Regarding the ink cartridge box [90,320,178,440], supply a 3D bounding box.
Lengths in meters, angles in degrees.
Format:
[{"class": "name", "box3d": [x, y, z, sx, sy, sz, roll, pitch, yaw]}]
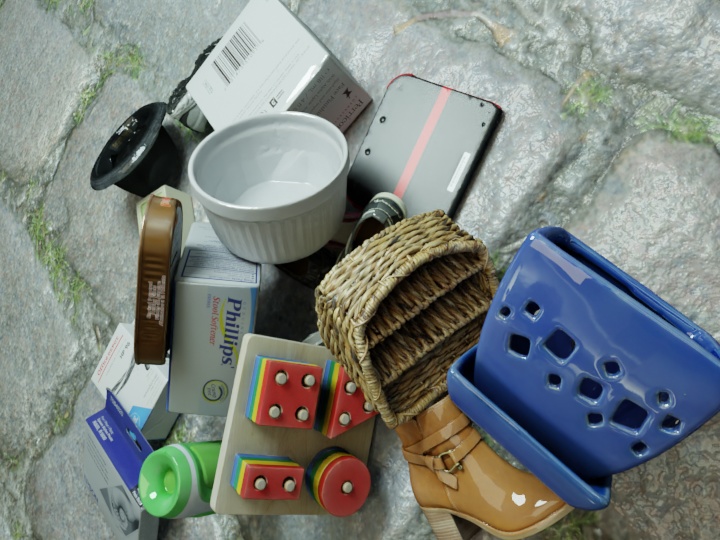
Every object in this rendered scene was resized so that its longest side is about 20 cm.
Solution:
[{"class": "ink cartridge box", "box3d": [-0.374, 0.171, 0.985, 0.199, 0.067, 0.117, 36, 99, 32]}]

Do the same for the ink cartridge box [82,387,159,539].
[{"class": "ink cartridge box", "box3d": [-0.377, 0.324, 0.927, 0.199, 0.040, 0.204, 37, 124, 32]}]

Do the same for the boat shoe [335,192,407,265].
[{"class": "boat shoe", "box3d": [0.000, 0.000, 0.757, 0.070, 0.068, 0.203, 22, 122, 2]}]

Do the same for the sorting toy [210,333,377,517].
[{"class": "sorting toy", "box3d": [-0.058, 0.195, 0.706, 0.069, 0.195, 0.205, 2, 80, 59]}]

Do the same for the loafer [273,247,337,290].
[{"class": "loafer", "box3d": [-0.111, -0.038, 0.867, 0.198, 0.072, 0.074, 30, 96, 33]}]

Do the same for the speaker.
[{"class": "speaker", "box3d": [-0.188, 0.267, 0.774, 0.087, 0.199, 0.091, -7, 76, 29]}]

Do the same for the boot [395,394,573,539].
[{"class": "boot", "box3d": [0.132, 0.210, 0.651, 0.198, 0.073, 0.158, -28, 80, 27]}]

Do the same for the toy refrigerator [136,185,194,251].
[{"class": "toy refrigerator", "box3d": [-0.323, -0.032, 0.996, 0.075, 0.070, 0.204, -22, 70, 25]}]

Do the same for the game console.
[{"class": "game console", "box3d": [0.078, -0.157, 0.807, 0.175, 0.031, 0.204, 28, 96, 26]}]

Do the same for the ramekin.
[{"class": "ramekin", "box3d": [-0.108, -0.102, 0.746, 0.195, 0.107, 0.203, -2, 46, 2]}]

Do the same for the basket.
[{"class": "basket", "box3d": [0.066, 0.042, 0.658, 0.198, 0.144, 0.149, -30, 58, -22]}]

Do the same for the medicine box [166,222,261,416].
[{"class": "medicine box", "box3d": [-0.191, 0.058, 0.788, 0.201, 0.100, 0.186, -110, 28, -66]}]

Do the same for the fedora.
[{"class": "fedora", "box3d": [-0.380, -0.198, 1.036, 0.198, 0.092, 0.204, -25, 43, 25]}]

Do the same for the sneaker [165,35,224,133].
[{"class": "sneaker", "box3d": [-0.251, -0.329, 1.020, 0.073, 0.079, 0.202, 22, 76, 51]}]

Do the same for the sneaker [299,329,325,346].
[{"class": "sneaker", "box3d": [-0.088, 0.186, 0.804, 0.200, 0.075, 0.116, -44, 60, 13]}]

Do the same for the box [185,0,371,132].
[{"class": "box", "box3d": [-0.125, -0.268, 0.889, 0.199, 0.130, 0.201, -46, 61, 15]}]

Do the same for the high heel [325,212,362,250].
[{"class": "high heel", "box3d": [-0.027, -0.050, 0.793, 0.197, 0.095, 0.069, 25, 119, 27]}]

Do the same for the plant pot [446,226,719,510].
[{"class": "plant pot", "box3d": [0.206, 0.088, 0.565, 0.199, 0.199, 0.182, 39, 108, 17]}]

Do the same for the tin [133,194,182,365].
[{"class": "tin", "box3d": [-0.237, 0.014, 0.695, 0.112, 0.041, 0.205, -124, 41, -66]}]
